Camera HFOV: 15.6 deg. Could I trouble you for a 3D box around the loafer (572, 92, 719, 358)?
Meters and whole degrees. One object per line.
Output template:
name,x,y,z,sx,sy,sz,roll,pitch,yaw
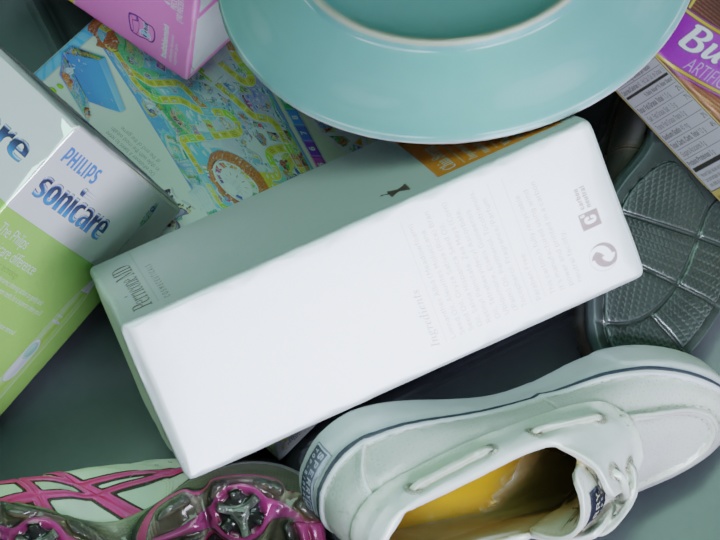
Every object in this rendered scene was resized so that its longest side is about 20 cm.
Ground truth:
loafer,0.132,-0.043,1.146,0.072,0.063,0.201,24,72,-21

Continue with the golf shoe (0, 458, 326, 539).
golf shoe,-0.112,0.118,1.078,0.199,0.092,0.073,-4,97,-1

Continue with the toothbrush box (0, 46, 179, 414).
toothbrush box,-0.184,0.008,1.065,0.086,0.146,0.200,43,90,17

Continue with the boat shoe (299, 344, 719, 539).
boat shoe,0.077,0.081,1.047,0.199,0.071,0.070,-6,34,-31

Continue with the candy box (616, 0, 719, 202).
candy box,0.199,-0.069,1.106,0.200,0.056,0.117,47,70,-5

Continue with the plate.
plate,0.038,-0.135,1.070,0.199,0.026,0.201,-5,52,6

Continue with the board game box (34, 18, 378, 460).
board game box,-0.060,-0.033,1.155,0.134,0.034,0.200,-43,72,-14

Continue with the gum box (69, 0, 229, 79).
gum box,-0.058,-0.192,1.178,0.113,0.066,0.200,34,57,15

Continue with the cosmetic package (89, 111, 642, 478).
cosmetic package,0.000,0.000,1.057,0.200,0.101,0.071,-25,108,-7
